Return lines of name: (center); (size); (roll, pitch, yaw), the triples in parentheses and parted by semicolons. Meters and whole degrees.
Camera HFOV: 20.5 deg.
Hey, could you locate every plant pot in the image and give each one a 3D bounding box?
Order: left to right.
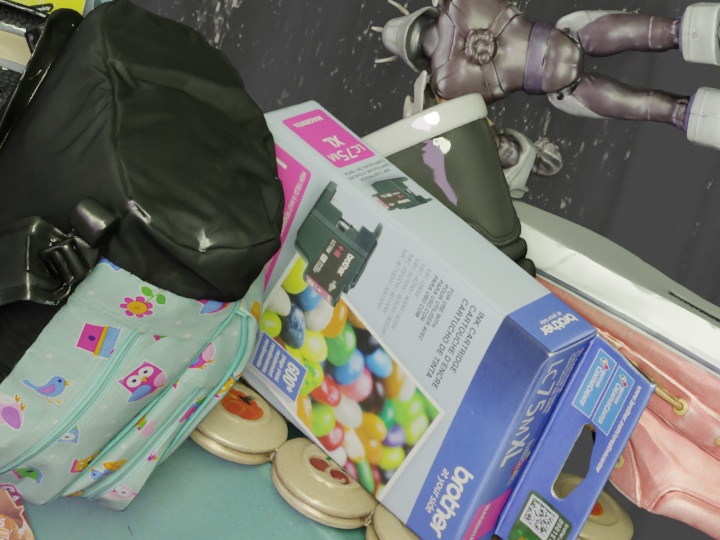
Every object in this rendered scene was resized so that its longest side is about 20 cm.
plant pot: (-0.055, 0.130, 0.936); (0.200, 0.141, 0.141); (47, 106, 18)

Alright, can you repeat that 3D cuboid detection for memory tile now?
memory tile: (0.025, 0.087, 0.895); (0.200, 0.153, 0.017); (32, 116, 10)

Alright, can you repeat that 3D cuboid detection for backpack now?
backpack: (-0.116, 0.011, 0.818); (0.127, 0.167, 0.200); (24, 123, -23)

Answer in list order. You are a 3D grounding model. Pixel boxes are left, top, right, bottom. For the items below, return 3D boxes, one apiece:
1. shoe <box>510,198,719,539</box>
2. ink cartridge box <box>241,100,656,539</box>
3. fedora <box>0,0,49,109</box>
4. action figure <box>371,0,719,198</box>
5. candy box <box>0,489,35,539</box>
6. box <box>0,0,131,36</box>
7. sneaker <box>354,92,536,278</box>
shoe: (0.116, 0.045, 0.904); (0.200, 0.071, 0.091); (30, 104, 12)
ink cartridge box: (0.019, 0.034, 0.830); (0.200, 0.042, 0.119); (39, 127, 22)
fedora: (-0.185, -0.041, 0.927); (0.200, 0.201, 0.092); (-5, 52, 18)
action figure: (0.097, -0.093, 0.901); (0.200, 0.069, 0.130); (11, 106, 20)
candy box: (-0.218, 0.098, 1.021); (0.115, 0.055, 0.200); (-34, 86, 17)
box: (-0.205, -0.160, 0.969); (0.200, 0.038, 0.137); (-5, 64, 18)
sneaker: (0.000, 0.000, 0.903); (0.200, 0.071, 0.099); (-26, 86, 49)
